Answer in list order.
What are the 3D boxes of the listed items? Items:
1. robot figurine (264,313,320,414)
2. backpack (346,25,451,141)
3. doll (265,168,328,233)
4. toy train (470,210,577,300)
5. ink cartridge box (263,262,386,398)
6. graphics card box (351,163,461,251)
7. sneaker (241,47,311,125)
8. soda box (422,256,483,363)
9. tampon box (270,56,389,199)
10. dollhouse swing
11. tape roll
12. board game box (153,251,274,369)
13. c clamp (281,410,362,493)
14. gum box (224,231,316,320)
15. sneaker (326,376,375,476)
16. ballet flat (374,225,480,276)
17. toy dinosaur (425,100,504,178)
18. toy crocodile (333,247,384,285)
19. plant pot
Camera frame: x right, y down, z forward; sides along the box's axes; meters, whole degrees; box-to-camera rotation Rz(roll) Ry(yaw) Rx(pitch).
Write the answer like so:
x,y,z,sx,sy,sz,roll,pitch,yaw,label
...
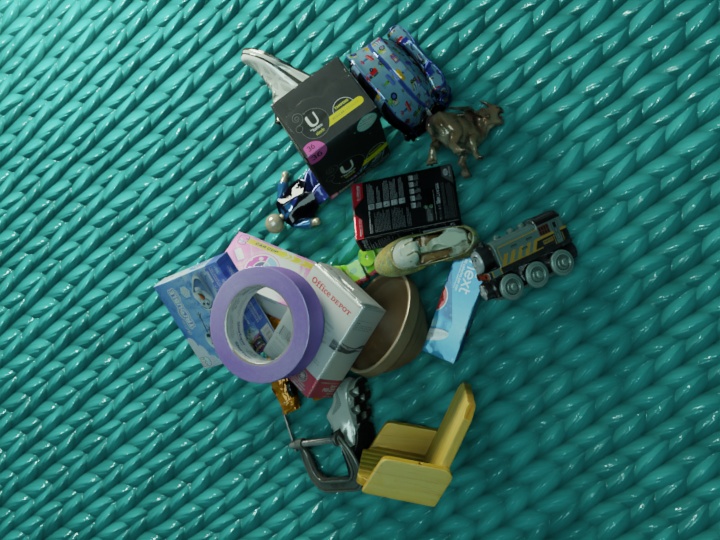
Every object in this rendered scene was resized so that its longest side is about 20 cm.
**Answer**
x,y,z,sx,sy,sz,roll,pitch,yaw,label
-0.143,0.173,1.502,0.143,0.058,0.203,-25,81,17,robot figurine
0.067,-0.347,1.362,0.134,0.200,0.184,-41,78,13,backpack
-0.115,-0.151,1.499,0.200,0.048,0.137,-45,71,11,doll
0.287,-0.024,1.330,0.197,0.085,0.116,-24,92,-11,toy train
-0.067,0.109,1.382,0.145,0.084,0.202,40,105,33,ink cartridge box
0.085,-0.117,1.402,0.196,0.051,0.128,-12,60,12,graphics card box
-0.171,-0.359,1.501,0.198,0.076,0.117,29,97,13,sneaker
0.182,0.064,1.399,0.067,0.064,0.204,21,96,16,soda box
-0.048,-0.251,1.360,0.149,0.200,0.127,-36,73,0,tampon box
0.098,0.286,1.339,0.178,0.200,0.180,10,99,4,dollhouse swing
-0.166,0.094,1.332,0.196,0.065,0.205,0,90,21,tape roll
-0.284,0.083,1.472,0.197,0.043,0.202,-18,108,38,board game box
-0.074,0.355,1.459,0.198,0.027,0.174,-13,97,48,c clamp
-0.191,0.012,1.486,0.197,0.067,0.114,21,57,16,gum box
-0.024,0.306,1.470,0.087,0.074,0.205,-2,91,35,sneaker
0.117,-0.039,1.340,0.196,0.071,0.072,-13,87,4,ballet flat
0.169,-0.255,1.356,0.085,0.197,0.138,-25,64,47,toy dinosaur
0.000,0.000,1.454,0.198,0.067,0.063,-32,82,17,toy crocodile
0.060,0.110,1.402,0.092,0.201,0.203,26,101,-28,plant pot
